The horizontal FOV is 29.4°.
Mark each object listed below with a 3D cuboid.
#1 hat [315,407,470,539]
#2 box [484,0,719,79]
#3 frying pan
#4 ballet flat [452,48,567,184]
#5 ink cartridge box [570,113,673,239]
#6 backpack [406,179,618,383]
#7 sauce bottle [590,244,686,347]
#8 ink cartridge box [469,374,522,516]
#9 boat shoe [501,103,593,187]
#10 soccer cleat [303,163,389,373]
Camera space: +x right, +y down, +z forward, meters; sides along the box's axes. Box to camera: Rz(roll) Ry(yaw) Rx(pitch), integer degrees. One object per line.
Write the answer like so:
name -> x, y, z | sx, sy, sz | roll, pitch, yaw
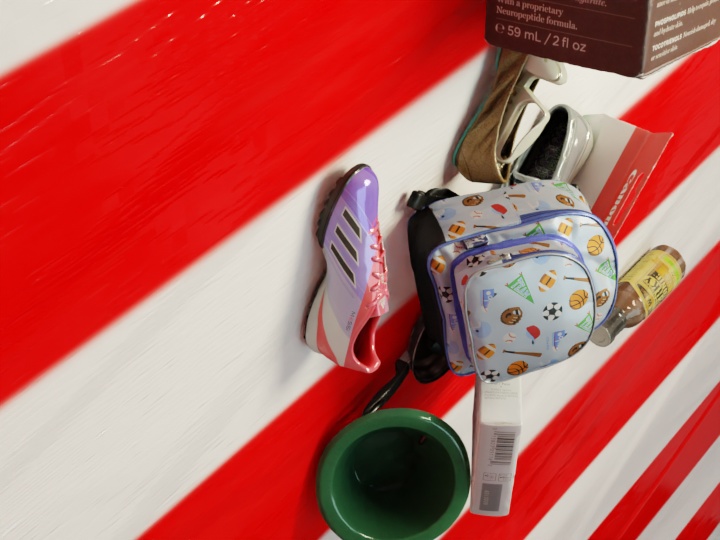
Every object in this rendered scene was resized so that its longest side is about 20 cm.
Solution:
hat -> 0.026, 0.196, 1.497 | 0.164, 0.176, 0.201 | -10, 115, -4
box -> 0.222, -0.295, 1.201 | 0.164, 0.165, 0.201 | -28, 127, -45
frying pan -> 0.065, 0.097, 1.469 | 0.190, 0.031, 0.115 | -52, 149, -13
ballet flat -> 0.157, -0.174, 1.332 | 0.068, 0.072, 0.201 | 7, 109, -60
ink cartridge box -> 0.249, -0.090, 1.484 | 0.162, 0.050, 0.200 | -62, -173, 1
backpack -> 0.156, 0.004, 1.337 | 0.189, 0.154, 0.201 | -21, 130, -11
sauce bottle -> 0.386, 0.039, 1.929 | 0.200, 0.064, 0.065 | -41, 147, -35
ink cartridge box -> 0.145, 0.134, 1.465 | 0.161, 0.047, 0.201 | 90, 6, -46
boat shoe -> 0.181, -0.088, 1.470 | 0.071, 0.070, 0.202 | 37, 78, -52
soccer cleat -> 0.000, 0.000, 1.223 | 0.068, 0.073, 0.201 | -29, 139, -46
